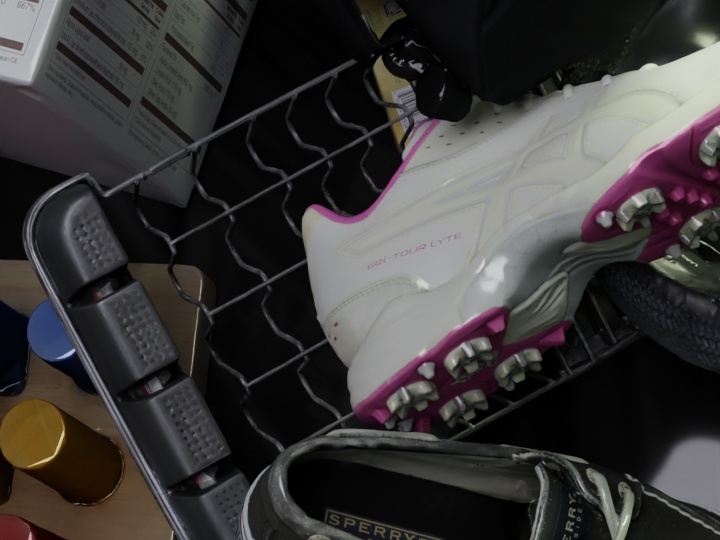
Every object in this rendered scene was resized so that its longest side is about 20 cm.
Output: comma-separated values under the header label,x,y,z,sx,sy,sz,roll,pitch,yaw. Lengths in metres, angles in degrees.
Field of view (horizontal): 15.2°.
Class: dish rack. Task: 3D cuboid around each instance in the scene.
label,x,y,z,sx,sy,sz,roll,pitch,yaw
dish rack,0.000,0.000,0.951,0.200,0.055,0.154,-29,93,-10

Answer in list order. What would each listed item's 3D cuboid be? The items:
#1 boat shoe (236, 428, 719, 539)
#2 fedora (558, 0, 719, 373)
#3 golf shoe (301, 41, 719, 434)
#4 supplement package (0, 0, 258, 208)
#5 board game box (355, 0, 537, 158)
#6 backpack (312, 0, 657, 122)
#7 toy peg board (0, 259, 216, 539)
label,x,y,z,sx,sy,sz,roll,pitch,yaw
boat shoe,0.061,0.095,0.888,0.199,0.064,0.071,9,64,-11
fedora,0.169,-0.051,0.923,0.200,0.092,0.201,-5,76,22
golf shoe,0.063,-0.034,0.873,0.200,0.075,0.092,-36,63,11
supplement package,-0.159,-0.117,1.006,0.199,0.156,0.111,16,81,20
board game box,0.051,-0.150,1.020,0.135,0.035,0.201,-21,69,10
backpack,0.025,-0.172,0.865,0.126,0.167,0.200,-17,51,-23
toy peg board,-0.170,0.083,0.982,0.199,0.098,0.200,2,75,16
